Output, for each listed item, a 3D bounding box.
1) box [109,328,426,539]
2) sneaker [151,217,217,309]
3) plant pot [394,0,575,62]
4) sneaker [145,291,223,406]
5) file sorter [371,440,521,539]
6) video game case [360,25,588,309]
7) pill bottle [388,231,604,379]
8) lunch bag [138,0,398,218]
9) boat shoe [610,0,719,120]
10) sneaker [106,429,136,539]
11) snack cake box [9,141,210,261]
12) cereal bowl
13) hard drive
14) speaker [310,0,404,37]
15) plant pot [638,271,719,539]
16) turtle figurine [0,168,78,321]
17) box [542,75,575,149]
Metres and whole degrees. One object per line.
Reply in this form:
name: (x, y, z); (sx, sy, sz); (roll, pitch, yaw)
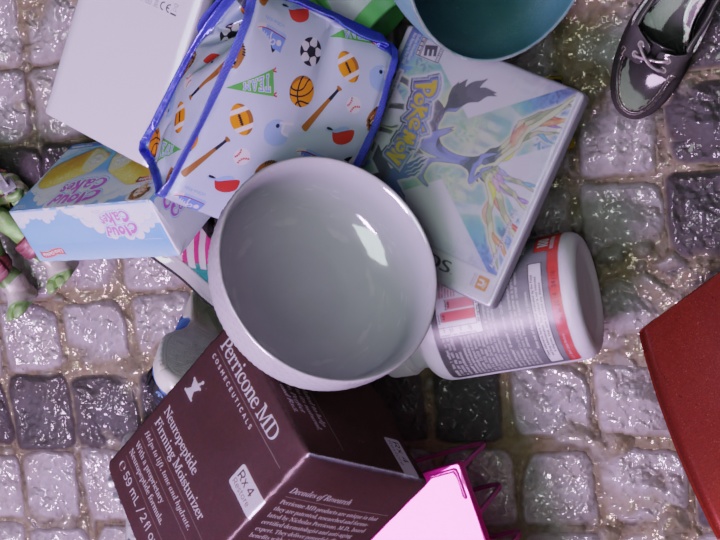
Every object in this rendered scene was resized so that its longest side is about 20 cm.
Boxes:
box: (-0.086, 0.179, 1.166); (0.200, 0.163, 0.166); (-49, 50, 19)
sneaker: (-0.144, -0.042, 1.308); (0.199, 0.083, 0.121); (36, 95, 27)
plant pot: (0.087, -0.298, 1.138); (0.135, 0.198, 0.202); (38, 114, 49)
sneaker: (-0.169, 0.105, 1.283); (0.076, 0.200, 0.112); (19, 112, -7)
file sorter: (0.082, 0.280, 1.250); (0.138, 0.125, 0.202); (-19, 91, 23)
video game case: (0.081, -0.094, 1.161); (0.181, 0.022, 0.202); (25, 94, 24)
pill bottle: (0.115, 0.038, 1.205); (0.198, 0.116, 0.117); (-11, 95, 21)
lunch bag: (-0.078, -0.145, 1.166); (0.201, 0.169, 0.124); (-60, 34, 19)
boat shoe: (0.271, -0.223, 1.135); (0.066, 0.057, 0.201); (31, 108, 13)
sneaker: (-0.223, 0.261, 1.396); (0.074, 0.081, 0.202); (-6, 117, -8)
snack cake box: (-0.233, -0.072, 1.284); (0.198, 0.115, 0.068); (-2, 128, 36)
cereal bowl: (-0.039, 0.010, 1.110); (0.201, 0.199, 0.083); (56, 149, 4)
hard drive: (-0.209, -0.214, 1.208); (0.131, 0.026, 0.202); (27, 107, 22)
speaker: (-0.044, -0.299, 1.224); (0.200, 0.088, 0.088); (47, 111, 7)
plant pot: (0.348, 0.083, 1.094); (0.199, 0.199, 0.177); (-38, 73, 22)
turtle figurine: (-0.398, -0.036, 1.354); (0.144, 0.200, 0.194); (-43, 108, -10)
box: (0.092, -0.125, 1.214); (0.198, 0.064, 0.071); (-11, 94, 21)
